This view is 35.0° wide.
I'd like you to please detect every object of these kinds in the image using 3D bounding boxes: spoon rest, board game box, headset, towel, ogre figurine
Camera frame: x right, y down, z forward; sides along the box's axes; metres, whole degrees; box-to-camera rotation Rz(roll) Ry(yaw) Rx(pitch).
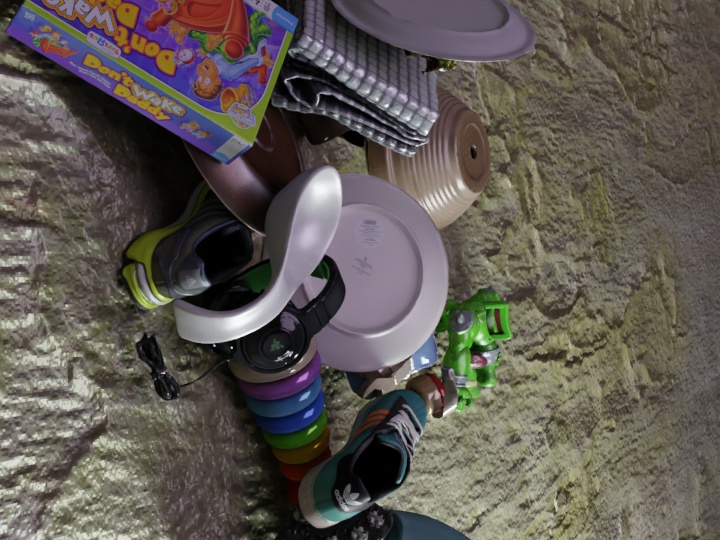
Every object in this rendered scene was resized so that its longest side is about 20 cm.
[{"bbox_3d":[-0.069,-0.010,0.942,0.200,0.060,0.100,-48,150,-35],"label":"spoon rest"},{"bbox_3d":[-0.157,-0.193,0.898,0.199,0.045,0.135,30,59,-24],"label":"board game box"},{"bbox_3d":[-0.104,0.038,0.991,0.200,0.123,0.094,-42,125,-29],"label":"headset"},{"bbox_3d":[-0.006,-0.209,1.109,0.165,0.086,0.201,26,38,-23],"label":"towel"},{"bbox_3d":[0.142,0.092,1.427,0.199,0.098,0.121,-15,112,-48],"label":"ogre figurine"}]

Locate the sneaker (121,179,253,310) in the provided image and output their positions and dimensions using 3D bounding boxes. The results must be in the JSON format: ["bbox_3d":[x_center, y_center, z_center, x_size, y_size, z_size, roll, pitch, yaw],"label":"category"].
[{"bbox_3d":[-0.120,-0.030,0.998,0.200,0.080,0.074,-53,132,-47],"label":"sneaker"}]

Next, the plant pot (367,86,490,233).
[{"bbox_3d":[0.095,-0.139,1.369,0.200,0.092,0.203,11,77,-60],"label":"plant pot"}]

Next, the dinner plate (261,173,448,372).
[{"bbox_3d":[0.000,0.000,1.139,0.199,0.024,0.202,3,80,-19],"label":"dinner plate"}]

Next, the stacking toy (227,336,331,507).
[{"bbox_3d":[-0.061,0.151,1.093,0.085,0.085,0.201,-51,134,-49],"label":"stacking toy"}]

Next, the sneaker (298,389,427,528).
[{"bbox_3d":[0.024,0.172,1.086,0.072,0.080,0.200,59,39,-9],"label":"sneaker"}]

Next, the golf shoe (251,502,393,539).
[{"bbox_3d":[-0.055,0.275,1.069,0.199,0.077,0.089,-22,137,-37],"label":"golf shoe"}]

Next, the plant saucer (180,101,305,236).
[{"bbox_3d":[-0.103,-0.125,1.010,0.201,0.032,0.201,53,21,-30],"label":"plant saucer"}]

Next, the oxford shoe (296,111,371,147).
[{"bbox_3d":[-0.001,-0.180,1.233,0.199,0.072,0.085,-27,114,-45],"label":"oxford shoe"}]

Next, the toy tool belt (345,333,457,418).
[{"bbox_3d":[0.014,0.083,1.211,0.122,0.125,0.201,-24,108,-25],"label":"toy tool belt"}]

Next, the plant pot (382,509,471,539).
[{"bbox_3d":[0.034,0.319,1.138,0.135,0.199,0.201,57,41,-26],"label":"plant pot"}]

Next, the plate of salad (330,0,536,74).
[{"bbox_3d":[0.066,-0.234,1.072,0.200,0.199,0.048,-45,155,-52],"label":"plate of salad"}]
